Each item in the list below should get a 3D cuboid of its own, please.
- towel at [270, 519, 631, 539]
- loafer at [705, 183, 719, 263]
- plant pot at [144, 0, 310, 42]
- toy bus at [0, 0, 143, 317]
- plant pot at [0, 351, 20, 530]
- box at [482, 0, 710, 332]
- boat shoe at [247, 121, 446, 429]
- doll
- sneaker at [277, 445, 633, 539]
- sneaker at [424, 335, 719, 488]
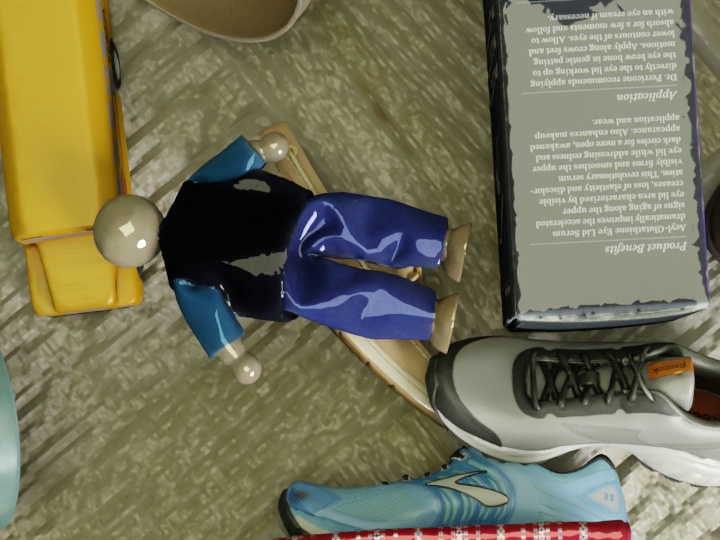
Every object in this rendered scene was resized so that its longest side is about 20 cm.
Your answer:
[{"bbox_3d":[0.050,0.188,1.249,0.199,0.145,0.023,-3,45,3],"label":"towel"},{"bbox_3d":[0.263,-0.086,1.283,0.073,0.071,0.201,28,88,3],"label":"loafer"},{"bbox_3d":[-0.073,-0.243,1.258,0.200,0.200,0.135,38,65,4],"label":"plant pot"},{"bbox_3d":[-0.166,-0.077,1.292,0.065,0.078,0.201,-7,86,1],"label":"toy bus"},{"bbox_3d":[-0.263,0.092,1.243,0.134,0.200,0.201,-6,86,-26],"label":"plant pot"},{"bbox_3d":[0.124,-0.069,1.249,0.104,0.148,0.201,-4,88,1],"label":"box"},{"bbox_3d":[0.000,0.000,1.285,0.069,0.074,0.200,-43,90,-3],"label":"boat shoe"},{"bbox_3d":[-0.045,-0.005,1.229,0.199,0.048,0.137,11,79,2],"label":"doll"},{"bbox_3d":[0.053,0.130,1.285,0.199,0.078,0.090,4,74,-6],"label":"sneaker"},{"bbox_3d":[0.133,0.064,1.254,0.199,0.079,0.074,8,59,-11],"label":"sneaker"}]
